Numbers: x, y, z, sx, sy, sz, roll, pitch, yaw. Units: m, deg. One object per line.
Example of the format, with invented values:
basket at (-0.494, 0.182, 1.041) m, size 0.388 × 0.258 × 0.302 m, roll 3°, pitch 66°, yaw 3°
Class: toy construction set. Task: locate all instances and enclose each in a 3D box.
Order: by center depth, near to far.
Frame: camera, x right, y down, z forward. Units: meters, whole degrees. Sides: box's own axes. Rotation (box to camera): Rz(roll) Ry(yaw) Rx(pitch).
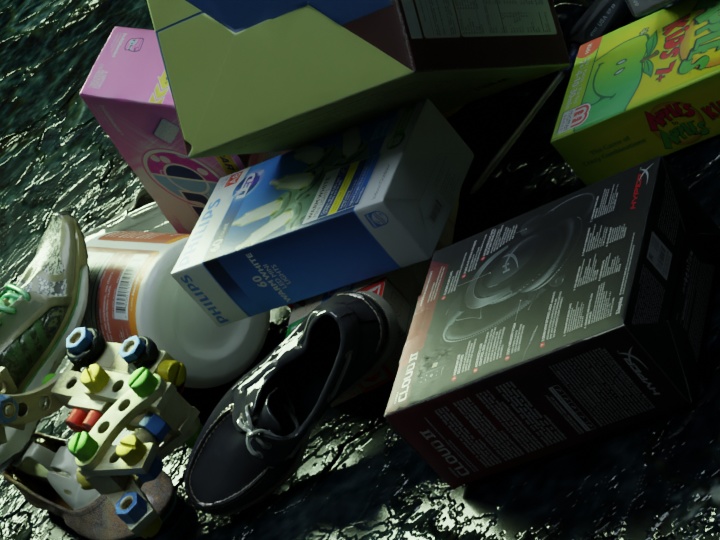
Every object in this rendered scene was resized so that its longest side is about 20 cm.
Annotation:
toy construction set at (-0.190, 0.104, 1.654) m, size 0.199 × 0.092 × 0.132 m, roll 16°, pitch 63°, yaw 34°

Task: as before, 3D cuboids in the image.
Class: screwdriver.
screwdriver at (0.138, -0.126, 1.703) m, size 0.028 × 0.029 × 0.201 m, roll 5°, pitch 57°, yaw 56°

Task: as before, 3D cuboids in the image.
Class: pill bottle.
pill bottle at (-0.162, 0.027, 1.795) m, size 0.112 × 0.112 × 0.199 m, roll -53°, pitch 27°, yaw -19°

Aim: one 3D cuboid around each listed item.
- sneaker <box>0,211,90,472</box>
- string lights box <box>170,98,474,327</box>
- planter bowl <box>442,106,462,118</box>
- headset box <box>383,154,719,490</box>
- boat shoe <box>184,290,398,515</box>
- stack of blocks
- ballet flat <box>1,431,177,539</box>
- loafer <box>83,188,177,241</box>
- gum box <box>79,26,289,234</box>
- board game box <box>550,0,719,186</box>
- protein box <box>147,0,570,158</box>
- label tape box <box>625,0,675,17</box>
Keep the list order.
sneaker at (-0.262, 0.045, 1.741) m, size 0.077 × 0.088 × 0.202 m, roll 7°, pitch 75°, yaw 60°
string lights box at (-0.027, -0.037, 1.621) m, size 0.199 × 0.059 × 0.103 m, roll -18°, pitch 35°, yaw 39°
planter bowl at (0.043, -0.168, 1.825) m, size 0.200 × 0.084 × 0.201 m, roll -32°, pitch 29°, yaw 20°
headset box at (0.110, 0.036, 1.439) m, size 0.199 × 0.077 × 0.149 m, roll -25°, pitch 31°, yaw 35°
boat shoe at (-0.059, 0.088, 1.560) m, size 0.200 × 0.073 × 0.063 m, roll -46°, pitch -18°, yaw 22°
stack of blocks at (0.000, 0.000, 1.666) m, size 0.115 × 0.059 × 0.201 m, roll -28°, pitch 30°, yaw 29°
ballet flat at (-0.208, 0.152, 1.724) m, size 0.199 × 0.067 × 0.068 m, roll 0°, pitch 53°, yaw 54°
loafer at (-0.169, -0.030, 1.924) m, size 0.199 × 0.070 × 0.070 m, roll -11°, pitch 72°, yaw 37°
gum box at (-0.108, -0.089, 1.756) m, size 0.113 × 0.200 × 0.067 m, roll 9°, pitch 60°, yaw 30°
board game box at (0.226, -0.135, 1.561) m, size 0.199 × 0.048 × 0.102 m, roll -22°, pitch 33°, yaw 37°
protein box at (-0.002, -0.172, 1.608) m, size 0.197 × 0.136 × 0.199 m, roll -18°, pitch -5°, yaw 35°
label tape box at (0.277, -0.246, 1.572) m, size 0.199 × 0.064 × 0.144 m, roll -24°, pitch 4°, yaw 34°
